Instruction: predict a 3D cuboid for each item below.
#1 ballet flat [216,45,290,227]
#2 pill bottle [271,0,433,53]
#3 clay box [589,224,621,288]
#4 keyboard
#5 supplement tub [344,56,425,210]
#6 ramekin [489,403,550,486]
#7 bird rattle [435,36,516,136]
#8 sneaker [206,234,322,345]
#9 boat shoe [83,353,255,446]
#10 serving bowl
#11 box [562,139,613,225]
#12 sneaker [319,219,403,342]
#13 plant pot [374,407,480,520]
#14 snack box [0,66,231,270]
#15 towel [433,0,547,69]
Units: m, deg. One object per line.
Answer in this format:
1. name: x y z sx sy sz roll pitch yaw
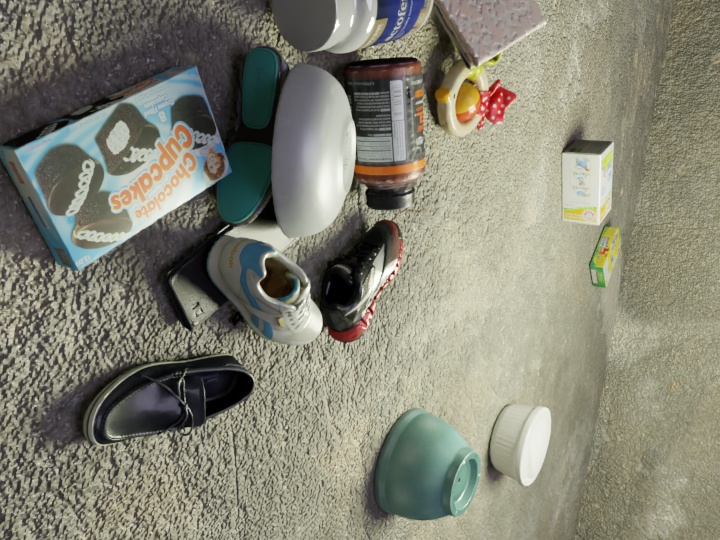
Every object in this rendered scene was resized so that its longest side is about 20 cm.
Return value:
1. ballet flat: -0.112 -0.146 0.706 0.072 0.072 0.201 8 94 -56
2. pill bottle: -0.006 -0.329 0.757 0.200 0.116 0.116 -35 126 -44
3. clay box: 0.819 -0.055 2.077 0.200 0.048 0.115 -60 141 -27
4. keyboard: -0.140 -0.001 0.743 0.200 0.021 0.127 -45 132 -38
5. supplement tub: 0.036 -0.188 0.867 0.107 0.107 0.200 -32 125 -47
6. ramekin: 0.401 0.430 1.576 0.202 0.094 0.203 -22 117 -52
7. bird rattle: 0.185 -0.308 1.087 0.163 0.113 0.200 -51 151 -17
8. sneaker: -0.094 0.035 0.731 0.200 0.081 0.077 50 57 -49
9. boat shoe: -0.195 0.136 0.666 0.200 0.062 0.075 -10 110 -52
10. serving bowl: -0.044 -0.136 0.729 0.200 0.066 0.200 5 90 -82
11. box: 0.609 -0.237 1.676 0.112 0.101 0.200 -38 129 -43
12. sneaker: 0.000 0.000 0.897 0.201 0.071 0.098 -62 145 -20
13. plant pot: 0.136 0.368 1.144 0.200 0.134 0.201 -19 114 -51
14. snack box: -0.217 -0.102 0.587 0.200 0.037 0.116 -45 134 -39
15. towel: 0.183 -0.433 0.967 0.191 0.032 0.200 -38 100 -27
